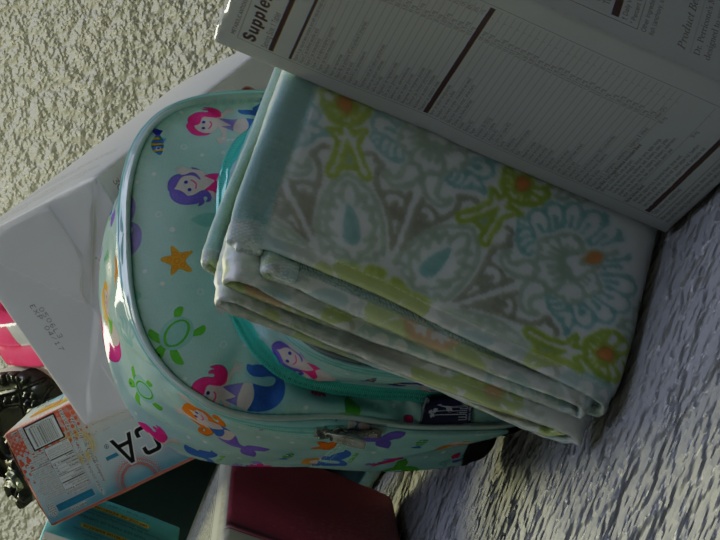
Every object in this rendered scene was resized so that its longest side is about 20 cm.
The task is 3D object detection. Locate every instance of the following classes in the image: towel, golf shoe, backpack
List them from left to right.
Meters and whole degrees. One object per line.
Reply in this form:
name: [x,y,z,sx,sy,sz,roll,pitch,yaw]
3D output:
golf shoe: [-0.228,0.099,1.207,0.088,0.077,0.200,-43,-4,-27]
backpack: [-0.017,0.000,0.768,0.151,0.199,0.179,119,150,-66]
towel: [0.041,-0.044,0.694,0.048,0.170,0.201,127,163,-61]

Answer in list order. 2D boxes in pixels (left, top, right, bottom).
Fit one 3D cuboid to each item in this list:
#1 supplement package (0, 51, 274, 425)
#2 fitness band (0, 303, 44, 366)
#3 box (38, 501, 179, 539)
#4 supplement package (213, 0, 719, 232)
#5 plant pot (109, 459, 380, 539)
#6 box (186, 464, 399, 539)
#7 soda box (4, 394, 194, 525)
supplement package: [-0.090,-0.030,0.926,0.119,0.122,0.200,-22,16,40]
fitness band: [-0.173,0.009,1.125,0.144,0.038,0.200,-40,19,-28]
box: [-0.156,0.192,0.965,0.200,0.082,0.049,-97,29,-76]
supplement package: [0.061,-0.117,0.640,0.114,0.199,0.110,127,164,-63]
plant pot: [-0.078,0.082,1.207,0.200,0.195,0.196,-68,4,-49]
box: [-0.047,0.190,0.907,0.200,0.108,0.128,-103,35,-78]
soda box: [-0.104,0.075,0.994,0.199,0.064,0.068,-25,6,9]
